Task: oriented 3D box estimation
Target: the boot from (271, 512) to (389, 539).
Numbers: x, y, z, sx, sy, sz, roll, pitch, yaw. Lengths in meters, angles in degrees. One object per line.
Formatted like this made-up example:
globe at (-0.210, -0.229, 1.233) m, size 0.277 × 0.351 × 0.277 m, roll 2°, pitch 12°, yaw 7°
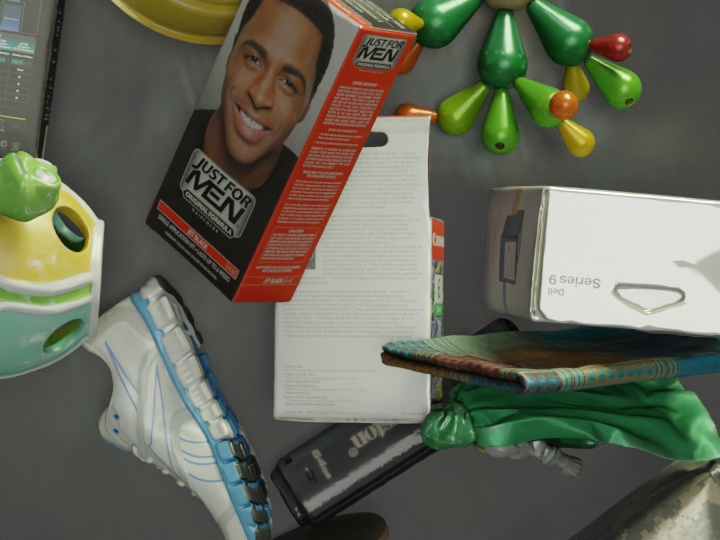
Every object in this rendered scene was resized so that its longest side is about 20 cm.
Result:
boot at (-0.056, 0.237, 1.379) m, size 0.199 × 0.074 × 0.076 m, roll -33°, pitch 111°, yaw 5°

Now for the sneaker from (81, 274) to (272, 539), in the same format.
sneaker at (-0.126, 0.110, 1.363) m, size 0.086 × 0.075 × 0.201 m, roll -25°, pitch 88°, yaw 4°

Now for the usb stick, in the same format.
usb stick at (0.032, 0.103, 1.385) m, size 0.199 × 0.033 × 0.056 m, roll -32°, pitch 75°, yaw -2°

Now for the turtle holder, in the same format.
turtle holder at (-0.229, -0.016, 1.292) m, size 0.131 × 0.141 × 0.187 m, roll 5°, pitch 121°, yaw -6°

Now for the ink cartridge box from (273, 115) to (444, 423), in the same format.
ink cartridge box at (0.000, 0.000, 1.355) m, size 0.108 × 0.050 × 0.202 m, roll 0°, pitch 88°, yaw 13°

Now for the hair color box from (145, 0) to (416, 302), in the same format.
hair color box at (-0.054, -0.089, 1.303) m, size 0.101 × 0.061 × 0.201 m, roll 39°, pitch 113°, yaw 33°

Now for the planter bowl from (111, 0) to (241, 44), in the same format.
planter bowl at (-0.086, -0.249, 1.304) m, size 0.199 × 0.083 × 0.202 m, roll 0°, pitch 91°, yaw -22°

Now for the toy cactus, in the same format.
toy cactus at (0.092, -0.162, 1.356) m, size 0.198 × 0.102 × 0.166 m, roll 4°, pitch 83°, yaw 3°

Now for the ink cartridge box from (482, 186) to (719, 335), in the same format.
ink cartridge box at (0.165, -0.007, 1.309) m, size 0.144 × 0.200 × 0.088 m, roll 4°, pitch 93°, yaw -5°

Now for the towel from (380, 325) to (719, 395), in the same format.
towel at (0.132, 0.053, 1.296) m, size 0.199 × 0.146 × 0.022 m, roll -3°, pitch 97°, yaw -38°

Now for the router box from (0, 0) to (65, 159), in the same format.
router box at (-0.295, -0.158, 1.328) m, size 0.198 × 0.062 × 0.151 m, roll 9°, pitch 94°, yaw -5°

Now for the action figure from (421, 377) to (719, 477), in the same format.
action figure at (0.130, 0.097, 1.339) m, size 0.198 × 0.118 × 0.055 m, roll 0°, pitch 122°, yaw -23°

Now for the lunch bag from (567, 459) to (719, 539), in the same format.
lunch bag at (0.226, 0.249, 1.373) m, size 0.164 × 0.118 × 0.201 m, roll -36°, pitch 91°, yaw -2°
